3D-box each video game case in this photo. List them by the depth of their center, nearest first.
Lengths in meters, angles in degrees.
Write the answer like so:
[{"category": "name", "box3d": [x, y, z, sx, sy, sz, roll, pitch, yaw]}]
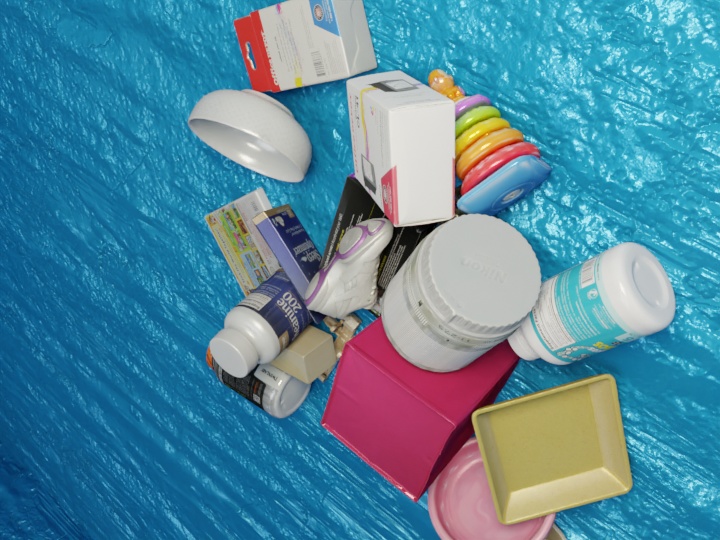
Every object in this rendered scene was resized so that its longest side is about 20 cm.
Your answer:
[{"category": "video game case", "box3d": [-0.196, -0.038, 1.298, 0.182, 0.023, 0.201, -17, 103, 46]}]

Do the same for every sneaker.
[{"category": "sneaker", "box3d": [0.000, 0.000, 1.045, 0.099, 0.075, 0.200, 28, 126, -19]}]

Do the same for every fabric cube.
[{"category": "fabric cube", "box3d": [0.088, 0.177, 1.045, 0.196, 0.199, 0.201, 36, 133, 21]}]

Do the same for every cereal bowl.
[{"category": "cereal bowl", "box3d": [-0.161, -0.219, 1.071, 0.199, 0.084, 0.200, 24, 171, 4]}]

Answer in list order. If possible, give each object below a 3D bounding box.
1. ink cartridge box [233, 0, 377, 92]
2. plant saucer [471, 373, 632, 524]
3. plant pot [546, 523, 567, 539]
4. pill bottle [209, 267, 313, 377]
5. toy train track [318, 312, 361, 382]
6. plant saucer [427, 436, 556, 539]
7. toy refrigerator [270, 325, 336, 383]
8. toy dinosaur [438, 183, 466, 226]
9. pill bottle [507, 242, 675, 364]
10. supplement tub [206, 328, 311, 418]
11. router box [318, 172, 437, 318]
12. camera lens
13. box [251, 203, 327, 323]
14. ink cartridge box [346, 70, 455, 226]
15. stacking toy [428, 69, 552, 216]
[{"category": "ink cartridge box", "box3d": [-0.083, -0.327, 0.989, 0.199, 0.067, 0.117, 3, 116, 40]}, {"category": "plant saucer", "box3d": [0.268, 0.245, 0.975, 0.199, 0.048, 0.201, -16, 110, 3]}, {"category": "plant pot", "box3d": [0.227, 0.512, 1.146, 0.201, 0.200, 0.184, 46, 147, 10]}, {"category": "pill bottle", "box3d": [-0.161, 0.088, 1.181, 0.111, 0.200, 0.111, 23, 136, 24]}, {"category": "toy train track", "box3d": [-0.049, 0.151, 1.272, 0.115, 0.032, 0.200, 43, 136, 14]}, {"category": "plant saucer", "box3d": [0.206, 0.355, 1.068, 0.200, 0.201, 0.051, 16, 152, 34]}, {"category": "toy refrigerator", "box3d": [-0.143, 0.134, 1.277, 0.199, 0.076, 0.070, 20, 131, 37]}, {"category": "toy dinosaur", "box3d": [0.137, -0.074, 0.965, 0.088, 0.047, 0.201, -31, 89, 54]}, {"category": "pill bottle", "box3d": [0.278, 0.051, 0.865, 0.111, 0.111, 0.200, 56, 138, 0]}, {"category": "supplement tub", "box3d": [-0.204, 0.197, 1.372, 0.199, 0.122, 0.123, 25, 129, 28]}, {"category": "router box", "box3d": [0.022, -0.038, 1.081, 0.149, 0.051, 0.201, 39, 134, 20]}, {"category": "camera lens", "box3d": [0.123, 0.035, 0.893, 0.160, 0.160, 0.200, 48, 154, 8]}, {"category": "box", "box3d": [-0.098, -0.015, 1.155, 0.032, 0.121, 0.201, -30, 93, 17]}, {"category": "ink cartridge box", "box3d": [0.049, -0.162, 0.885, 0.200, 0.085, 0.148, -124, 26, -61]}, {"category": "stacking toy", "box3d": [0.143, -0.176, 0.871, 0.110, 0.116, 0.201, -36, 71, 26]}]
